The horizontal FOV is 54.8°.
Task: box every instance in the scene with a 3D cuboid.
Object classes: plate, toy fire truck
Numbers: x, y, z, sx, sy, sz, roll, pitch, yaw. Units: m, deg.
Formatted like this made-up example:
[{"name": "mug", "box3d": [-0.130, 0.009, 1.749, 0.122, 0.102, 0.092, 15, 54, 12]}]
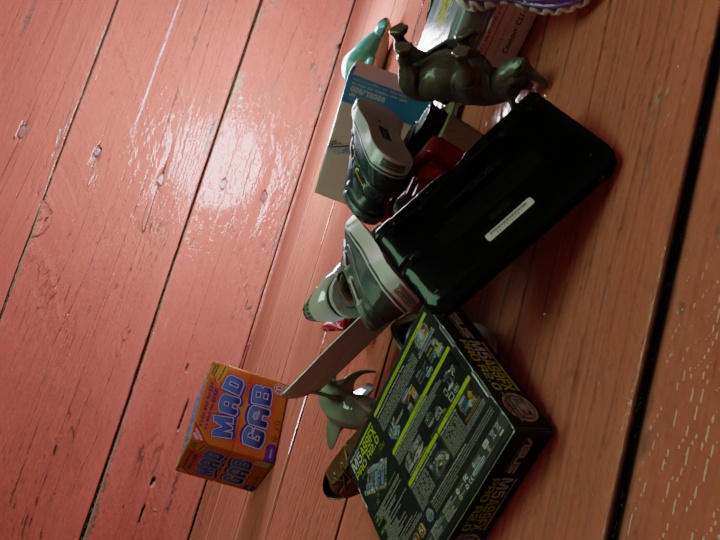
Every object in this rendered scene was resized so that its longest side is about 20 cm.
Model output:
[{"name": "plate", "box3d": [-0.001, 0.081, 0.862, 0.200, 0.032, 0.200, -44, -3, 6]}, {"name": "toy fire truck", "box3d": [0.081, -0.069, 0.863, 0.203, 0.127, 0.176, -65, 10, -18]}]

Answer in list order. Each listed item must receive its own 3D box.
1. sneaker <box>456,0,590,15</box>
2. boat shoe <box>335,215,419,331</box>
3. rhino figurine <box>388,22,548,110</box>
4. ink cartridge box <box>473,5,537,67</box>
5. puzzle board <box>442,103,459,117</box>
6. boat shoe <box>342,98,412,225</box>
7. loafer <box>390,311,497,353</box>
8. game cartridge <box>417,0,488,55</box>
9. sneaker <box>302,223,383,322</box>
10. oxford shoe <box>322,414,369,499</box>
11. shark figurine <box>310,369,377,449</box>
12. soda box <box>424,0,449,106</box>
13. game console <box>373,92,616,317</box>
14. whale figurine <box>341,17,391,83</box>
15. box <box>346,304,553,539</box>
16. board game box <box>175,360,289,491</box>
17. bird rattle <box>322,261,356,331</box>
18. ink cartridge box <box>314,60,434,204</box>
[{"name": "sneaker", "box3d": [0.163, -0.316, 0.709, 0.198, 0.088, 0.082, 13, 86, 40]}, {"name": "boat shoe", "box3d": [0.004, 0.003, 0.750, 0.068, 0.072, 0.201, -40, 28, 6]}, {"name": "rhino figurine", "box3d": [0.121, -0.225, 0.790, 0.060, 0.197, 0.088, -57, -34, -25]}, {"name": "ink cartridge box", "box3d": [0.168, -0.314, 0.898, 0.201, 0.066, 0.118, -95, 26, -63]}, {"name": "puzzle board", "box3d": [0.101, -0.152, 1.075, 0.151, 0.017, 0.204, 165, 123, -77]}, {"name": "boat shoe", "box3d": [0.010, -0.141, 0.864, 0.202, 0.070, 0.092, -97, 31, -57]}, {"name": "loafer", "box3d": [0.080, 0.079, 0.713, 0.200, 0.068, 0.071, 174, 113, -77]}, {"name": "game cartridge", "box3d": [0.124, -0.339, 0.890, 0.200, 0.040, 0.136, -142, 75, -77]}, {"name": "sneaker", "box3d": [0.000, 0.000, 0.926, 0.080, 0.077, 0.199, -25, 10, 46]}, {"name": "oxford shoe", "box3d": [0.000, 0.228, 0.801, 0.071, 0.071, 0.201, -35, -17, -31]}, {"name": "shark figurine", "box3d": [-0.028, 0.188, 0.924, 0.214, 0.125, 0.092, -164, 80, -78]}, {"name": "soda box", "box3d": [0.137, -0.358, 1.085, 0.063, 0.070, 0.203, 131, 154, -57]}, {"name": "game console", "box3d": [0.122, -0.053, 0.652, 0.199, 0.116, 0.177, -41, 47, 5]}, {"name": "whale figurine", "box3d": [0.016, -0.574, 1.837, 0.160, 0.102, 0.202, -92, 24, -59]}, {"name": "box", "box3d": [0.066, 0.156, 0.611, 0.203, 0.044, 0.161, -66, 32, 24]}, {"name": "board game box", "box3d": [-0.305, 0.376, 1.659, 0.201, 0.196, 0.203, 124, 161, -49]}, {"name": "bird rattle", "box3d": [0.023, 0.024, 1.067, 0.201, 0.111, 0.165, 106, -171, -66]}, {"name": "ink cartridge box", "box3d": [0.023, -0.216, 1.145, 0.148, 0.142, 0.203, -80, 8, -66]}]
